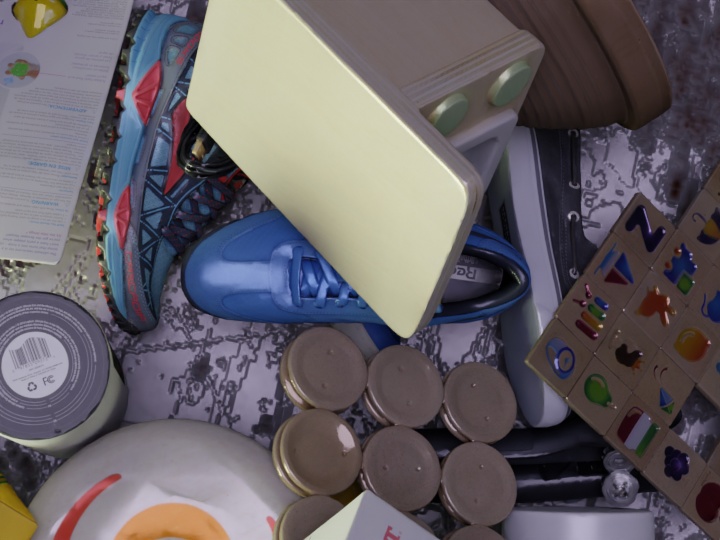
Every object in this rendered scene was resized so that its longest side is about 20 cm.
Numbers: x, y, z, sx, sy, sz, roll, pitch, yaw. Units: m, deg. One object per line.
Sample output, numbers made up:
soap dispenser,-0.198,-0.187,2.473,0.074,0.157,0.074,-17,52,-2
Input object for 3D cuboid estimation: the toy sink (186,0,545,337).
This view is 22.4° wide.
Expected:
toy sink,0.016,-0.088,0.983,0.112,0.131,0.200,-29,64,-33

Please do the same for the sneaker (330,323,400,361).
sneaker,0.017,-0.044,1.107,0.111,0.077,0.200,-18,79,7

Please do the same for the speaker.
speaker,-0.177,0.064,1.036,0.081,0.200,0.081,1,81,-4

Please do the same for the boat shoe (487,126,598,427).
boat shoe,0.120,-0.004,1.103,0.066,0.070,0.201,-1,66,-13

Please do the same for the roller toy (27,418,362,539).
roller toy,-0.104,0.183,1.057,0.182,0.140,0.201,16,76,6

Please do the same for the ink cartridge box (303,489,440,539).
ink cartridge box,0.040,0.230,0.909,0.200,0.084,0.145,36,44,-10

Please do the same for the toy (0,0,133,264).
toy,-0.208,-0.089,1.101,0.115,0.047,0.201,6,65,10

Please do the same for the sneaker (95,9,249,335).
sneaker,-0.108,-0.058,1.108,0.095,0.079,0.201,7,85,-2

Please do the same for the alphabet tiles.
alphabet tiles,0.206,0.032,1.092,0.167,0.008,0.200,43,66,-15

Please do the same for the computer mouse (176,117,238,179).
computer mouse,-0.068,-0.132,1.086,0.058,0.034,0.200,19,50,-7

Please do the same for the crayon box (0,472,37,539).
crayon box,-0.251,0.163,1.028,0.052,0.200,0.126,37,86,-24

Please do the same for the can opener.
can opener,0.100,0.117,1.108,0.199,0.079,0.064,-10,112,5

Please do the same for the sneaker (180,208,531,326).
sneaker,0.000,0.000,1.031,0.199,0.078,0.066,0,96,-15

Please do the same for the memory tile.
memory tile,0.021,0.136,1.016,0.153,0.017,0.201,13,64,-24

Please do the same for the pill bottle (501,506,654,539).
pill bottle,0.129,0.241,1.063,0.119,0.120,0.201,1,85,0

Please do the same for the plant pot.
plant pot,0.087,-0.150,1.057,0.093,0.201,0.201,-36,86,0
